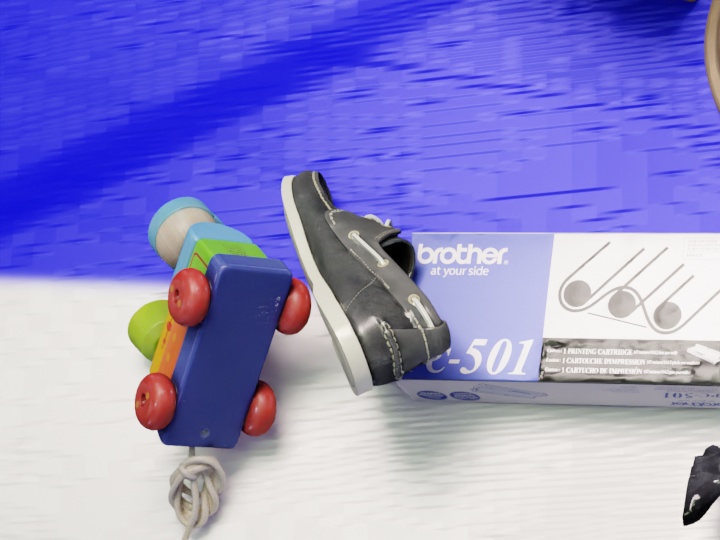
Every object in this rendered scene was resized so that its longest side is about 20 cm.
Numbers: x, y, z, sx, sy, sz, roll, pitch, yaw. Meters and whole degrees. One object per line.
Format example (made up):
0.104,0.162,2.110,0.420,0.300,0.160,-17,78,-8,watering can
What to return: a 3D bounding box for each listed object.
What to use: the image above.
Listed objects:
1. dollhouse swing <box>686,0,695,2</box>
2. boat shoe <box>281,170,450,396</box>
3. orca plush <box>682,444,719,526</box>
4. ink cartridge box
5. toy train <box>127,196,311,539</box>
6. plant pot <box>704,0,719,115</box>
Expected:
0.140,-0.285,1.562,0.200,0.182,0.176,34,105,27,dollhouse swing
0.000,0.000,1.536,0.067,0.072,0.200,-24,35,-1,boat shoe
0.274,0.138,1.408,0.199,0.105,0.071,-3,101,16,orca plush
0.124,0.028,1.516,0.199,0.044,0.094,1,70,21,ink cartridge box
-0.109,0.063,1.576,0.116,0.084,0.200,49,126,51,toy train
0.289,-0.145,1.491,0.200,0.093,0.201,-7,69,19,plant pot
